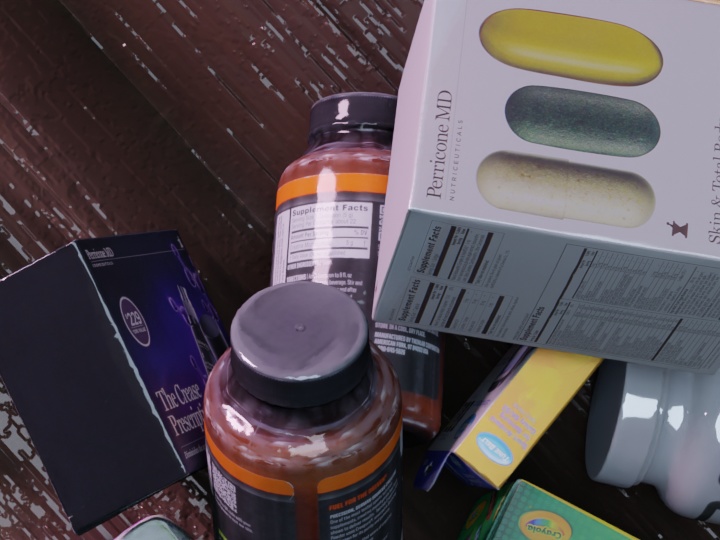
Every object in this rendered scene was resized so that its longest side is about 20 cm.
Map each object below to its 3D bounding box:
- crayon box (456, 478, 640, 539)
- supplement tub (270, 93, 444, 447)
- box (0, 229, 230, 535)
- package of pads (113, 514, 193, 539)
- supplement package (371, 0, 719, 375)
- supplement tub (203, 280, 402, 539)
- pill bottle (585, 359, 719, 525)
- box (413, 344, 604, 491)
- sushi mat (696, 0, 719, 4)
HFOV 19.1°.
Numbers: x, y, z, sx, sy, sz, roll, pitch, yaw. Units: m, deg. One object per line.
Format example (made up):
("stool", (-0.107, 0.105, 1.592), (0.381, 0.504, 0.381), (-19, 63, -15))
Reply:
("crayon box", (0.157, 0.198, 1.271), (0.199, 0.119, 0.058), (28, 77, -2))
("supplement tub", (0.000, 0.000, 1.270), (0.106, 0.107, 0.201), (5, 74, -4))
("box", (-0.132, 0.056, 1.215), (0.079, 0.200, 0.142), (-29, 88, 11))
("package of pads", (-0.173, 0.220, 1.226), (0.200, 0.155, 0.068), (-39, 89, -7))
("supplement package", (0.119, -0.052, 1.156), (0.199, 0.151, 0.153), (9, 66, -4))
("supplement tub", (-0.029, 0.101, 1.136), (0.106, 0.201, 0.107), (0, 44, 0))
("pill bottle", (0.244, 0.100, 1.291), (0.199, 0.116, 0.117), (12, 84, -4))
("box", (0.108, 0.061, 1.282), (0.041, 0.119, 0.200), (38, 84, -1))
("sushi mat", (0.278, -0.164, 1.281), (0.199, 0.012, 0.096), (13, 81, 30))
